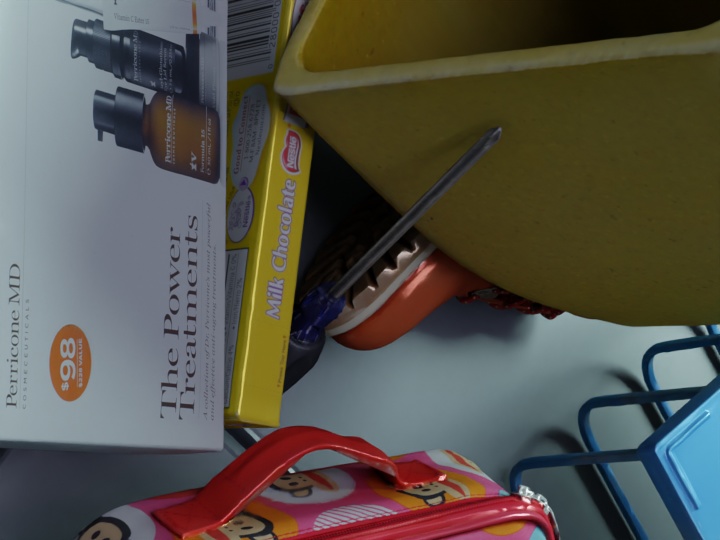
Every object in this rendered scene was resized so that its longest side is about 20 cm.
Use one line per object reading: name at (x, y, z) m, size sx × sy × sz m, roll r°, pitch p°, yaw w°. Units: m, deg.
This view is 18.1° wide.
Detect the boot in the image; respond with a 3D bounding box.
boot at (0.063, -0.009, 0.958) m, size 0.200 × 0.075 × 0.108 m, roll -39°, pitch 109°, yaw -31°

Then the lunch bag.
lunch bag at (-0.021, 0.140, 0.841) m, size 0.199 × 0.082 × 0.177 m, roll -9°, pitch 116°, yaw -34°

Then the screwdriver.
screwdriver at (0.000, 0.000, 0.846) m, size 0.028 × 0.200 × 0.029 m, roll 51°, pitch 41°, yaw 6°

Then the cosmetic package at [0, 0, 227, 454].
cosmetic package at (-0.099, -0.041, 0.756) m, size 0.151 × 0.051 × 0.201 m, roll 10°, pitch 78°, yaw -62°

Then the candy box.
candy box at (-0.057, -0.039, 0.863) m, size 0.026 × 0.102 × 0.201 m, roll 16°, pitch 76°, yaw -38°

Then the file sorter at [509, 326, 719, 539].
file sorter at (0.184, 0.082, 0.992) m, size 0.200 × 0.122 × 0.139 m, roll -37°, pitch 104°, yaw -30°

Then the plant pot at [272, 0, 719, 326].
plant pot at (0.122, -0.081, 0.859) m, size 0.200 × 0.193 × 0.196 m, roll 53°, pitch 49°, yaw -38°
